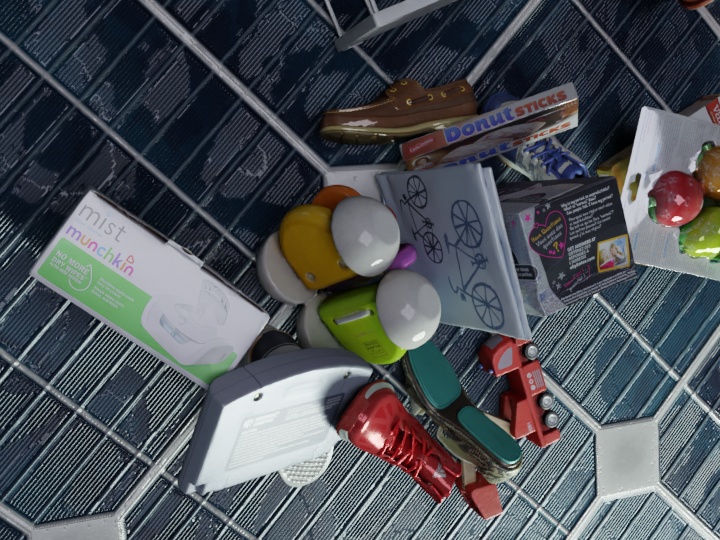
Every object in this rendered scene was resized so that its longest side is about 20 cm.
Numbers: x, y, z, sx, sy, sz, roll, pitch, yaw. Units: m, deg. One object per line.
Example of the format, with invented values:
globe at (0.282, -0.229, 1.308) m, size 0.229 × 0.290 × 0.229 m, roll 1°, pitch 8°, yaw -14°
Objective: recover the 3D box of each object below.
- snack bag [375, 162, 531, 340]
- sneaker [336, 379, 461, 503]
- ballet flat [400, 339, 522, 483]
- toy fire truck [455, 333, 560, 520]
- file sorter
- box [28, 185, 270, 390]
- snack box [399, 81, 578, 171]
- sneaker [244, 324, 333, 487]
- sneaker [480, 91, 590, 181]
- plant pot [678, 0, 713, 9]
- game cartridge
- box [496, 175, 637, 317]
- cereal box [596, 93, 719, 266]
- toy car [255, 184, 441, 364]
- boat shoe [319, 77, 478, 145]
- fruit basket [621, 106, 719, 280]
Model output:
snack bag at (0.097, -0.021, 0.925) m, size 0.021 × 0.199 × 0.190 m, roll -23°, pitch 104°, yaw -27°
sneaker at (0.055, 0.186, 0.918) m, size 0.115 × 0.200 × 0.079 m, roll 35°, pitch 90°, yaw 25°
ballet flat at (0.103, 0.168, 0.998) m, size 0.068 × 0.076 × 0.200 m, roll -27°, pitch 68°, yaw -42°
toy fire truck at (0.168, 0.184, 1.045) m, size 0.140 × 0.049 × 0.202 m, roll -21°, pitch 101°, yaw -14°
file sorter at (0.057, -0.339, 0.912) m, size 0.199 × 0.139 × 0.125 m, roll -27°, pitch 101°, yaw -15°
box at (-0.205, 0.011, 0.833) m, size 0.199 × 0.176 × 0.097 m, roll 37°, pitch 85°, yaw -19°
snack box at (0.144, -0.151, 0.955) m, size 0.198 × 0.072 × 0.025 m, roll -19°, pitch 71°, yaw 8°
sneaker at (-0.079, 0.146, 0.948) m, size 0.078 × 0.079 × 0.202 m, roll -19°, pitch 126°, yaw -19°
sneaker at (0.225, -0.134, 1.014) m, size 0.075 × 0.088 × 0.200 m, roll -46°, pitch 106°, yaw -7°
plant pot at (0.353, -0.440, 0.984) m, size 0.194 × 0.201 × 0.202 m, roll 24°, pitch 87°, yaw -11°
game cartridge at (-0.078, 0.140, 0.838) m, size 0.199 × 0.041 × 0.134 m, roll -6°, pitch 123°, yaw -47°
box at (0.180, -0.032, 0.945) m, size 0.131 × 0.200 × 0.116 m, roll -20°, pitch 100°, yaw -21°
cereal box at (0.413, -0.118, 1.104) m, size 0.199 × 0.039 × 0.145 m, roll -33°, pitch 106°, yaw -13°
toy car at (0.000, 0.000, 0.929) m, size 0.201 × 0.174 × 0.150 m, roll 59°, pitch 41°, yaw -14°
boat shoe at (0.044, -0.180, 0.960) m, size 0.198 × 0.072 × 0.068 m, roll -9°, pitch 93°, yaw -24°
fruit basket at (0.410, -0.088, 1.052) m, size 0.198 × 0.094 × 0.187 m, roll 11°, pitch 95°, yaw -7°
